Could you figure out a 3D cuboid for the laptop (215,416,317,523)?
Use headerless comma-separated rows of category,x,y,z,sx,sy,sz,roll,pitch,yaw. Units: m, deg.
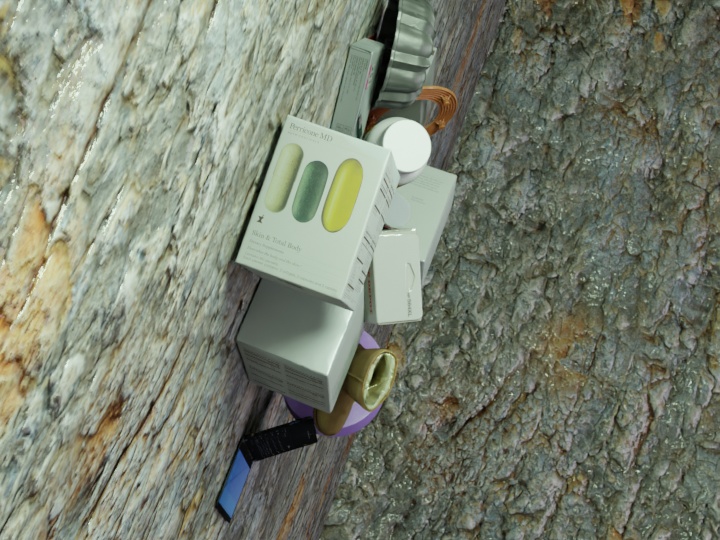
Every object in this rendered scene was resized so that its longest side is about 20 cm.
laptop,-0.162,0.354,1.781,0.178,0.196,0.105,90,-17,-68

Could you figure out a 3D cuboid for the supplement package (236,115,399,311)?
supplement package,-0.052,-0.072,1.353,0.151,0.149,0.204,50,60,-80

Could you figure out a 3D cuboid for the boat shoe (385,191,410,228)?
boat shoe,-0.004,-0.143,1.612,0.072,0.199,0.070,-55,-154,-9

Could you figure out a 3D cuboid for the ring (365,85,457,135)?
ring,0.085,-0.270,1.837,0.201,0.196,0.020,86,-13,-69

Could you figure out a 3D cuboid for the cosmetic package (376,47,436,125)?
cosmetic package,0.078,-0.339,1.859,0.201,0.105,0.092,80,29,-70

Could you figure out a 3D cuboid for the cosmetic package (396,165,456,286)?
cosmetic package,0.059,-0.102,1.920,0.124,0.196,0.203,92,20,-63

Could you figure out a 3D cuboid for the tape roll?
tape roll,-0.050,0.200,1.859,0.066,0.196,0.203,91,19,-68

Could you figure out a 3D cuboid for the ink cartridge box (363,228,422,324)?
ink cartridge box,0.024,0.008,1.669,0.199,0.083,0.150,-179,-95,-70

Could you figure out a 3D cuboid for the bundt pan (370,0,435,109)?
bundt pan,0.072,-0.360,1.668,0.202,0.074,0.206,-170,-90,-80

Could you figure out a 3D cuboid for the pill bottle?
pill bottle,0.052,-0.198,1.718,0.200,0.111,0.115,173,-62,-76

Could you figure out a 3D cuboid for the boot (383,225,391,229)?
boot,0.000,-0.113,1.700,0.200,0.142,0.074,16,96,-81

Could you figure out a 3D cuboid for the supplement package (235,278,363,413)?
supplement package,-0.088,0.099,1.554,0.201,0.148,0.154,90,21,-67

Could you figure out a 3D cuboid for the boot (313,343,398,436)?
boot,-0.013,0.202,1.652,0.200,0.065,0.179,-169,-85,-73

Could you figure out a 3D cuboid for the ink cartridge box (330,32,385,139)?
ink cartridge box,-0.001,-0.283,1.675,0.174,0.043,0.204,-51,158,-65
